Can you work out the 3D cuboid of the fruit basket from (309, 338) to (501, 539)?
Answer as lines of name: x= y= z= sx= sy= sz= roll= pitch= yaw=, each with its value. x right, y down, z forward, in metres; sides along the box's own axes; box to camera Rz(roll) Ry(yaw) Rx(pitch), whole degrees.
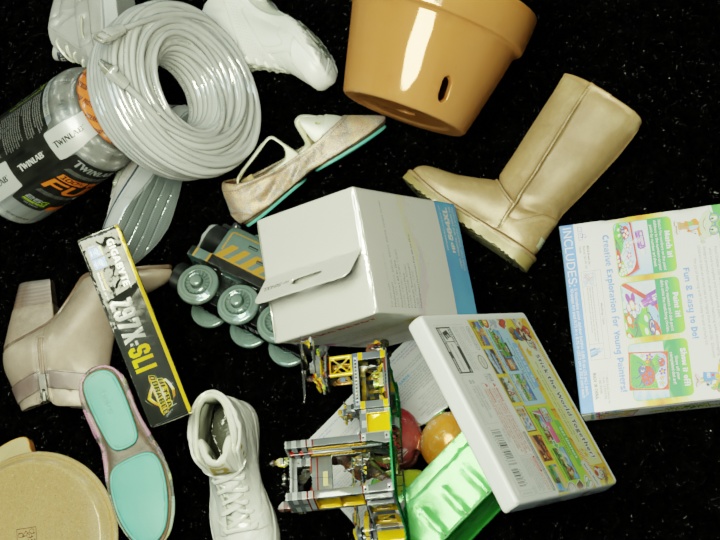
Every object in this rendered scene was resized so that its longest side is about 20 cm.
fruit basket: x=0.057 y=0.188 z=1.446 sx=0.185 sy=0.094 sz=0.200 roll=-46 pitch=53 yaw=-2

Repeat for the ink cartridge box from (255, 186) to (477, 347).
ink cartridge box: x=0.000 y=0.000 z=1.407 sx=0.128 sy=0.200 sz=0.126 roll=-18 pitch=75 yaw=34

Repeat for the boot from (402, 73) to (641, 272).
boot: x=0.168 y=-0.121 z=1.509 sx=0.175 sy=0.066 sz=0.200 roll=35 pitch=86 yaw=9

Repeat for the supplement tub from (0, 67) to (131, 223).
supplement tub: x=-0.327 y=-0.143 z=1.577 sx=0.199 sy=0.122 sz=0.123 roll=-27 pitch=67 yaw=33

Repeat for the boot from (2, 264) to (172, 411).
boot: x=-0.295 y=0.077 z=1.576 sx=0.199 sy=0.070 sz=0.147 roll=-9 pitch=80 yaw=10

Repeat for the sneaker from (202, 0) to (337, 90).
sneaker: x=-0.108 y=-0.249 z=1.619 sx=0.099 sy=0.078 sz=0.200 roll=-50 pitch=61 yaw=5

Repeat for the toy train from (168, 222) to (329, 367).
toy train: x=-0.105 y=0.022 z=1.532 sx=0.199 sy=0.085 sz=0.114 roll=24 pitch=68 yaw=23

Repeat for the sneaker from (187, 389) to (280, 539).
sneaker: x=-0.136 y=0.221 z=1.459 sx=0.073 sy=0.116 sz=0.201 roll=-14 pitch=72 yaw=8

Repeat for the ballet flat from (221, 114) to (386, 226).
ballet flat: x=-0.066 y=-0.127 z=1.560 sx=0.200 sy=0.068 sz=0.067 roll=-35 pitch=99 yaw=0

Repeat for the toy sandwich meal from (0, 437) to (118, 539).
toy sandwich meal: x=-0.344 y=0.283 z=1.524 sx=0.204 sy=0.070 sz=0.206 roll=-2 pitch=76 yaw=10

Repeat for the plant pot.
plant pot: x=0.069 y=-0.228 z=1.501 sx=0.199 sy=0.200 sz=0.141 roll=18 pitch=89 yaw=19

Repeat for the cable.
cable: x=-0.197 y=-0.189 z=1.531 sx=0.069 sy=0.200 sz=0.201 roll=-22 pitch=107 yaw=38

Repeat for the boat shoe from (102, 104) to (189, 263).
boat shoe: x=-0.243 y=-0.096 z=1.613 sx=0.067 sy=0.074 sz=0.201 roll=18 pitch=73 yaw=39

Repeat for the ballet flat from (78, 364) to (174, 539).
ballet flat: x=-0.242 y=0.195 z=1.513 sx=0.069 sy=0.071 sz=0.201 roll=-22 pitch=80 yaw=-5

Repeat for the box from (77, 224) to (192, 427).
box: x=-0.232 y=0.054 z=1.471 sx=0.049 sy=0.160 sz=0.201 roll=-21 pitch=93 yaw=-7

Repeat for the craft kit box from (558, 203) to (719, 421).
craft kit box: x=0.308 y=0.040 z=1.434 sx=0.196 sy=0.049 sz=0.201 roll=-8 pitch=72 yaw=15

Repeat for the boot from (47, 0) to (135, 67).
boot: x=-0.311 y=-0.252 z=1.675 sx=0.095 sy=0.074 sz=0.201 roll=-15 pitch=62 yaw=16

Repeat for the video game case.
video game case: x=0.148 y=0.131 z=1.382 sx=0.023 sy=0.182 sz=0.201 roll=-41 pitch=65 yaw=31

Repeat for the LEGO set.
LEGO set: x=-0.022 y=0.167 z=1.345 sx=0.115 sy=0.154 sz=0.201 roll=-6 pitch=66 yaw=6
